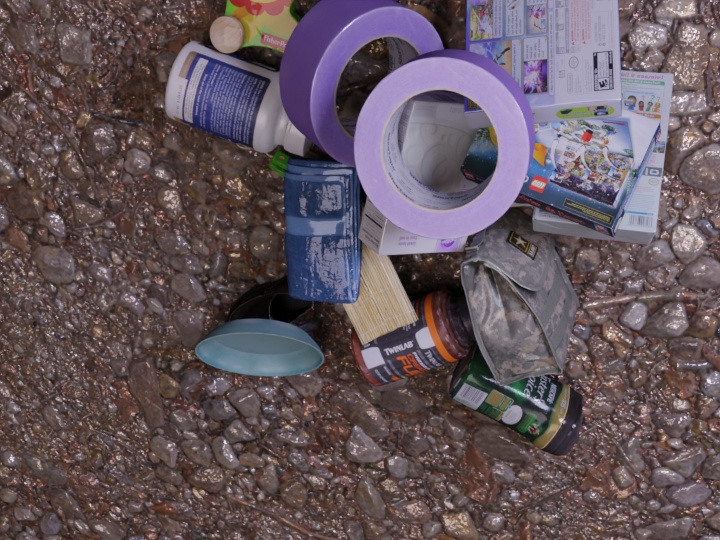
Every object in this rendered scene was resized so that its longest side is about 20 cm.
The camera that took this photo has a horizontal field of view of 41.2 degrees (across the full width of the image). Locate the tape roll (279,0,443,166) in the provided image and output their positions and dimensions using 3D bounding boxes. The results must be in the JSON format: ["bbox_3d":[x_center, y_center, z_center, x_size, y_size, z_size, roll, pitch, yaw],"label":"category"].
[{"bbox_3d":[0.004,-0.238,1.195,0.085,0.198,0.203,40,139,47],"label":"tape roll"}]

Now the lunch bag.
[{"bbox_3d":[0.210,0.021,1.300,0.116,0.164,0.202,-17,113,29],"label":"lunch bag"}]

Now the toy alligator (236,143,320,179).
[{"bbox_3d":[-0.088,-0.137,1.367,0.198,0.060,0.054,27,162,0],"label":"toy alligator"}]

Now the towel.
[{"bbox_3d":[-0.052,-0.053,1.318,0.110,0.049,0.203,4,108,15],"label":"towel"}]

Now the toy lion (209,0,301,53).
[{"bbox_3d":[-0.106,-0.366,1.248,0.197,0.069,0.194,20,114,4],"label":"toy lion"}]

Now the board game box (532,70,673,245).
[{"bbox_3d":[0.297,-0.143,1.178,0.145,0.064,0.203,8,80,13],"label":"board game box"}]

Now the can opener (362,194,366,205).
[{"bbox_3d":[0.089,-0.118,1.325,0.198,0.054,0.067,-29,108,26],"label":"can opener"}]

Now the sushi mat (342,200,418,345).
[{"bbox_3d":[0.000,0.000,1.353,0.095,0.012,0.202,-23,99,22],"label":"sushi mat"}]

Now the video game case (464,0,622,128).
[{"bbox_3d":[0.215,-0.273,1.137,0.178,0.203,0.045,-2,161,16],"label":"video game case"}]

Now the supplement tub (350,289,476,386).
[{"bbox_3d":[0.091,0.093,1.407,0.198,0.107,0.108,-22,110,25],"label":"supplement tub"}]

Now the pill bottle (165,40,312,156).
[{"bbox_3d":[-0.155,-0.227,1.301,0.197,0.111,0.112,21,121,4],"label":"pill bottle"}]

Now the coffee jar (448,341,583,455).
[{"bbox_3d":[0.235,0.187,1.418,0.198,0.105,0.086,30,124,-2],"label":"coffee jar"}]

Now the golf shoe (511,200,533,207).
[{"bbox_3d":[0.248,-0.105,1.275,0.198,0.078,0.089,-17,117,23],"label":"golf shoe"}]

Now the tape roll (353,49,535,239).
[{"bbox_3d":[0.096,-0.143,1.084,0.197,0.085,0.203,4,108,13],"label":"tape roll"}]

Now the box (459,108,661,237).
[{"bbox_3d":[0.235,-0.141,1.137,0.198,0.038,0.138,25,86,23],"label":"box"}]

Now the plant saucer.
[{"bbox_3d":[-0.152,0.115,1.465,0.197,0.036,0.201,2,156,1],"label":"plant saucer"}]

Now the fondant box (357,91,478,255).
[{"bbox_3d":[0.087,-0.123,1.217,0.143,0.058,0.203,-4,119,-34],"label":"fondant box"}]

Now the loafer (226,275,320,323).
[{"bbox_3d":[-0.136,0.058,1.472,0.199,0.072,0.073,-31,106,28],"label":"loafer"}]
